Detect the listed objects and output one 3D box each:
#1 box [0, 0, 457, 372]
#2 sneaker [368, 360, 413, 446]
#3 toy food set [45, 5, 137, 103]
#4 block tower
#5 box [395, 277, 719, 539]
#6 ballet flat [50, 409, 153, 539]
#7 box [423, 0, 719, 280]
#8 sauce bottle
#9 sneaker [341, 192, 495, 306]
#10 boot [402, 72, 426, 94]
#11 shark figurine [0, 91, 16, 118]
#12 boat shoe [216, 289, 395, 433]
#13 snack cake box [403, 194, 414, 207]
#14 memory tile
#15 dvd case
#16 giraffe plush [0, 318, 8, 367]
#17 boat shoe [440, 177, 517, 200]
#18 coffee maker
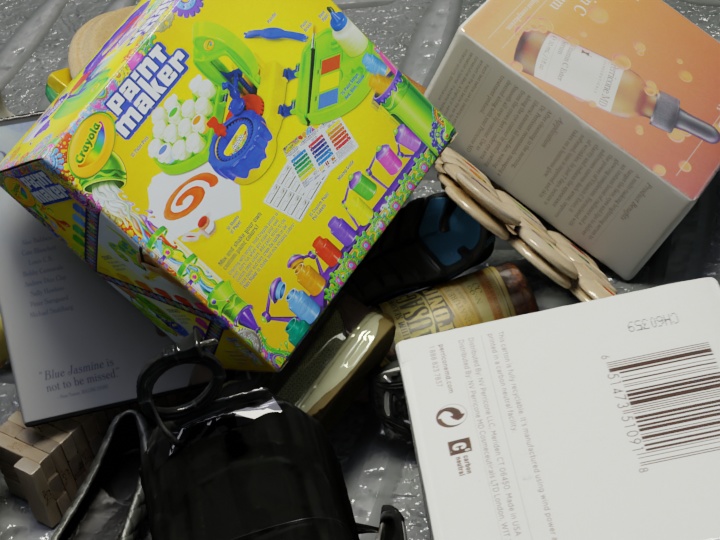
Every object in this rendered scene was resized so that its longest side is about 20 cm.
[{"bbox_3d":[-0.084,-0.074,0.973,0.200,0.193,0.122,-53,21,-19],"label":"box"},{"bbox_3d":[0.104,0.072,1.013,0.200,0.074,0.079,-5,30,-1],"label":"sneaker"},{"bbox_3d":[-0.120,-0.126,1.128,0.198,0.049,0.200,39,36,14],"label":"toy food set"},{"bbox_3d":[-0.170,0.084,1.077,0.058,0.054,0.200,17,47,33],"label":"block tower"},{"bbox_3d":[0.135,0.129,0.877,0.200,0.131,0.199,-12,39,2],"label":"box"},{"bbox_3d":[-0.173,0.172,0.969,0.066,0.057,0.200,-1,40,15],"label":"ballet flat"},{"bbox_3d":[0.169,-0.122,1.124,0.200,0.106,0.152,37,53,5],"label":"box"},{"bbox_3d":[0.023,0.053,1.054,0.200,0.066,0.066,-20,39,-8],"label":"sauce bottle"},{"bbox_3d":[0.000,0.000,1.093,0.200,0.082,0.073,-11,80,16],"label":"sneaker"},{"bbox_3d":[-0.016,-0.164,1.200,0.069,0.200,0.188,-57,10,-8],"label":"boot"},{"bbox_3d":[-0.200,-0.063,1.113,0.128,0.089,0.215,-20,74,-50],"label":"shark figurine"},{"bbox_3d":[-0.062,0.094,0.987,0.066,0.072,0.201,39,78,17],"label":"boat shoe"},{"bbox_3d":[-0.059,-0.068,1.221,0.115,0.067,0.200,-32,43,-21],"label":"snack cake box"},{"bbox_3d":[0.111,-0.025,1.026,0.017,0.153,0.200,-51,8,9],"label":"memory tile"},{"bbox_3d":[-0.170,-0.010,1.020,0.142,0.200,0.018,-12,3,-14],"label":"dvd case"},{"bbox_3d":[-0.270,-0.042,1.189,0.200,0.173,0.162,25,43,29],"label":"giraffe plush"},{"bbox_3d":[0.146,-0.107,1.218,0.066,0.074,0.200,35,57,23],"label":"boat shoe"},{"bbox_3d":[-0.059,0.173,0.830,0.135,0.192,0.200,-38,35,12],"label":"coffee maker"}]
